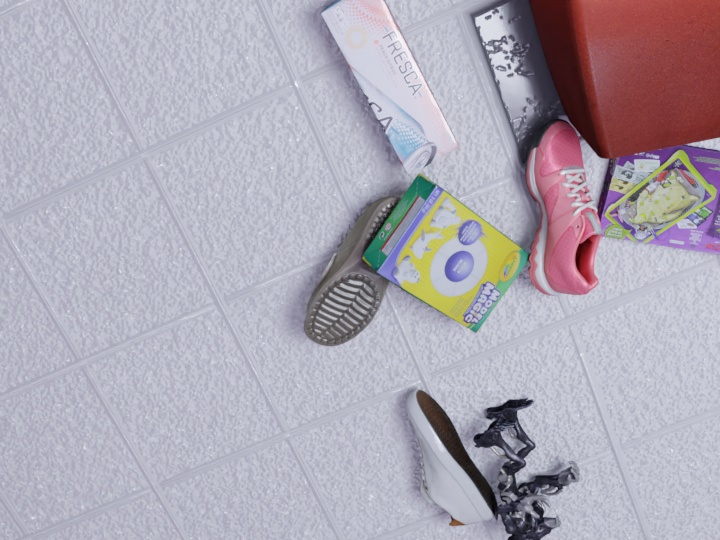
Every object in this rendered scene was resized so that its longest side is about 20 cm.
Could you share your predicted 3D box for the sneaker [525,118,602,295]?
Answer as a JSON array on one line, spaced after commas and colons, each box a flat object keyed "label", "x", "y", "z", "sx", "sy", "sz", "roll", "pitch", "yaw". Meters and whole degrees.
[{"label": "sneaker", "x": 0.241, "y": -0.068, "z": 0.906, "sx": 0.073, "sy": 0.086, "sz": 0.203, "roll": -9, "pitch": 102, "yaw": -27}]

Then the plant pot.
[{"label": "plant pot", "x": 0.288, "y": -0.228, "z": 0.820, "sx": 0.197, "sy": 0.201, "sz": 0.178, "roll": -11, "pitch": 118, "yaw": 3}]

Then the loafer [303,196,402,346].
[{"label": "loafer", "x": 0.000, "y": 0.000, "z": 0.952, "sx": 0.075, "sy": 0.068, "sz": 0.201, "roll": 31, "pitch": 102, "yaw": -15}]

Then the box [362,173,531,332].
[{"label": "box", "x": 0.110, "y": -0.010, "z": 0.926, "sx": 0.199, "sy": 0.048, "sz": 0.118, "roll": 30, "pitch": 99, "yaw": -36}]

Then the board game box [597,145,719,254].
[{"label": "board game box", "x": 0.384, "y": -0.086, "z": 0.949, "sx": 0.197, "sy": 0.032, "sz": 0.122, "roll": 9, "pitch": 105, "yaw": -3}]

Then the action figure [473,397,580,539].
[{"label": "action figure", "x": 0.216, "y": 0.274, "z": 1.026, "sx": 0.101, "sy": 0.119, "sz": 0.203, "roll": -12, "pitch": 103, "yaw": 38}]

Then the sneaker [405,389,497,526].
[{"label": "sneaker", "x": 0.096, "y": 0.251, "z": 1.039, "sx": 0.084, "sy": 0.073, "sz": 0.202, "roll": -26, "pitch": 101, "yaw": 21}]

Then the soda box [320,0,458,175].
[{"label": "soda box", "x": 0.033, "y": -0.211, "z": 0.884, "sx": 0.068, "sy": 0.064, "sz": 0.202, "roll": -28, "pitch": 106, "yaw": 9}]
